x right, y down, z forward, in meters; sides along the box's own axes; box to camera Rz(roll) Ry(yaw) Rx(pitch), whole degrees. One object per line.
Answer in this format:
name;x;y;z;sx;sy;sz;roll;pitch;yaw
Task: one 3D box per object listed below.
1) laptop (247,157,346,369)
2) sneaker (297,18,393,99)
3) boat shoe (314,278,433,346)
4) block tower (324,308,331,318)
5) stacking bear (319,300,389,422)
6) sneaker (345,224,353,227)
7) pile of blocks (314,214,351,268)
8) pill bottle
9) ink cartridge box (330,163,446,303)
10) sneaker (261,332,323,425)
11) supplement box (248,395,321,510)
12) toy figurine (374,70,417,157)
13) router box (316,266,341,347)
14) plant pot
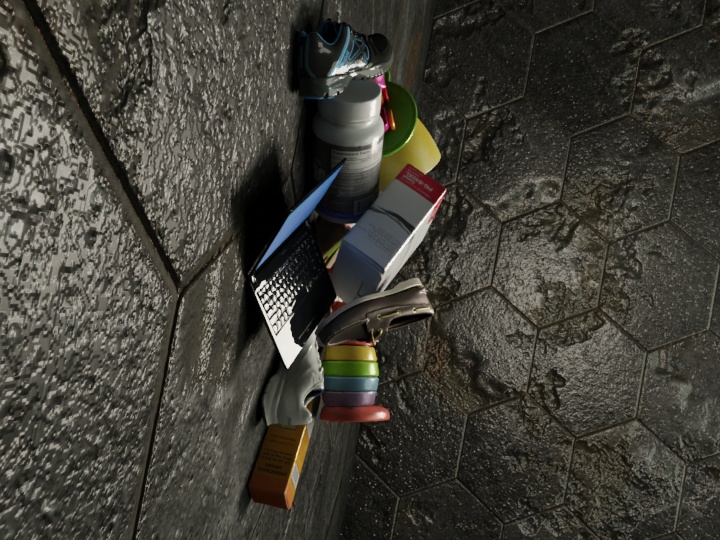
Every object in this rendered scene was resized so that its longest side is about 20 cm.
laptop;-0.058;-0.011;0.724;0.178;0.101;0.205;-53;130;-54
sneaker;-0.014;-0.299;0.757;0.200;0.072;0.084;-46;140;-44
boat shoe;0.025;0.072;0.825;0.196;0.060;0.072;-19;158;-33
block tower;-0.082;0.037;0.929;0.200;0.056;0.056;77;25;-78
stacking bear;-0.017;0.155;0.976;0.113;0.118;0.207;20;67;-62
sneaker;-0.011;-0.182;1.094;0.106;0.073;0.204;99;9;-57
pile of blocks;-0.052;-0.054;1.003;0.083;0.062;0.200;-54;163;2
pill bottle;-0.021;-0.185;0.863;0.115;0.110;0.204;-71;169;-48
ink cartridge box;0.040;-0.048;0.895;0.201;0.082;0.146;-50;170;-32
sneaker;-0.092;0.157;0.890;0.075;0.084;0.204;89;12;-54
supplement box;-0.120;0.276;0.920;0.070;0.064;0.203;88;13;-46
toy figurine;0.007;-0.322;0.935;0.184;0.146;0.206;51;28;-69
router box;-0.055;0.027;1.158;0.203;0.047;0.182;93;10;-46
plant pot;0.067;-0.290;1.258;0.202;0.195;0.145;-69;140;-56
